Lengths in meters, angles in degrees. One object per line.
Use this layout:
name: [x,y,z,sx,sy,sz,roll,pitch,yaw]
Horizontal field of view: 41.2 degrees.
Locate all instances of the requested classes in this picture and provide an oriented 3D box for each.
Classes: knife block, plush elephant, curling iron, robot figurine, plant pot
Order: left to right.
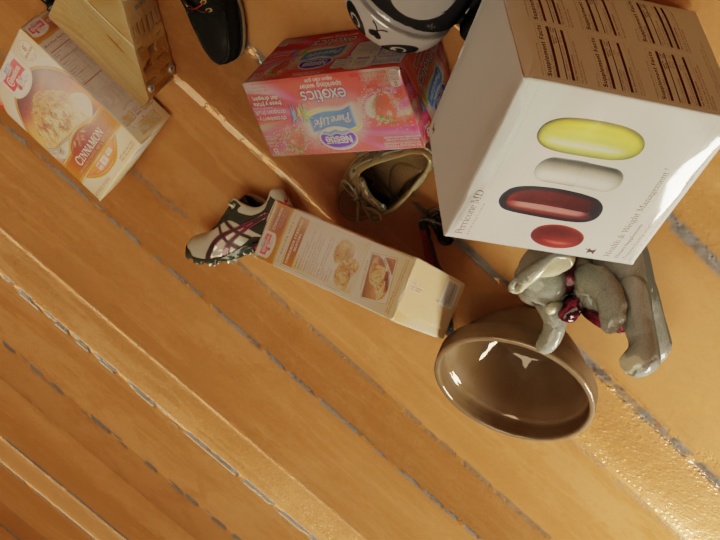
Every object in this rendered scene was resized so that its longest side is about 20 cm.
knife block: [-0.325,-0.309,1.145,0.172,0.064,0.203,12,134,24]
robot figurine: [0.061,-0.290,0.868,0.200,0.123,0.152,-49,56,48]
curling iron: [0.101,0.009,1.189,0.049,0.026,0.203,14,134,25]
plant pot: [0.196,0.112,1.164,0.197,0.094,0.203,18,143,14]
plush elephant: [0.233,0.024,1.026,0.152,0.164,0.204,-12,93,24]

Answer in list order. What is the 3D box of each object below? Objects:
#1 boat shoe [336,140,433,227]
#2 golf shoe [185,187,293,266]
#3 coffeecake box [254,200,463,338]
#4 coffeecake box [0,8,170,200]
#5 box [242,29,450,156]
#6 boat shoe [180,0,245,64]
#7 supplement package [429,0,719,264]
boat shoe: [0.027,-0.107,1.104,0.073,0.063,0.200,41,138,-9]
golf shoe: [-0.158,-0.057,1.275,0.197,0.077,0.090,-7,104,34]
coffeecake box: [0.000,0.000,1.122,0.197,0.074,0.153,23,180,29]
coffeecake box: [-0.368,-0.215,1.250,0.200,0.073,0.153,44,138,-9]
box: [-0.011,-0.191,1.023,0.197,0.103,0.096,0,128,31]
boat shoe: [-0.180,-0.314,1.051,0.072,0.064,0.204,7,133,23]
supplement package: [0.188,-0.131,0.864,0.196,0.149,0.193,7,139,-14]
